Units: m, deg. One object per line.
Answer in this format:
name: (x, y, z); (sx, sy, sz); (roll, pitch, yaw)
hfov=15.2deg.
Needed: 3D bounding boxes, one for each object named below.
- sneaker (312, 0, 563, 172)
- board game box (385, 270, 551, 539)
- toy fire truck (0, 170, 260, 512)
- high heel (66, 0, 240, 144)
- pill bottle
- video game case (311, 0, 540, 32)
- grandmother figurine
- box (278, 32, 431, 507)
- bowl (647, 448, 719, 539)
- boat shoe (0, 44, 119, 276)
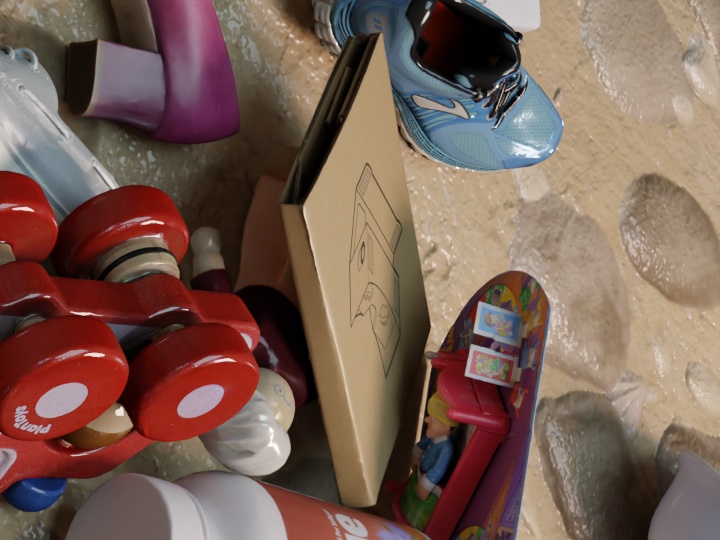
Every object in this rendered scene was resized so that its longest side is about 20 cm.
sneaker: (0.058, -0.107, 1.528); (0.200, 0.090, 0.078); (34, 78, -46)
board game box: (0.045, 0.093, 1.476); (0.039, 0.158, 0.200); (16, 74, -19)
toy fire truck: (-0.153, 0.051, 1.274); (0.200, 0.168, 0.112); (6, 46, -46)
high heel: (-0.095, -0.168, 1.409); (0.096, 0.067, 0.200); (8, 94, -35)
pill bottle: (-0.052, 0.166, 1.382); (0.200, 0.112, 0.112); (21, 71, -42)
video game case: (0.036, -0.245, 1.584); (0.182, 0.024, 0.200); (0, 85, -46)
grandmother figurine: (-0.047, 0.023, 1.405); (0.121, 0.061, 0.200); (38, 39, -27)
box: (0.000, 0.000, 1.436); (0.164, 0.021, 0.200); (-70, 156, -51)
bowl: (0.243, 0.209, 1.653); (0.090, 0.201, 0.201); (-47, 124, 0)
boat shoe: (-0.179, -0.070, 1.316); (0.201, 0.070, 0.072); (53, 51, -35)
